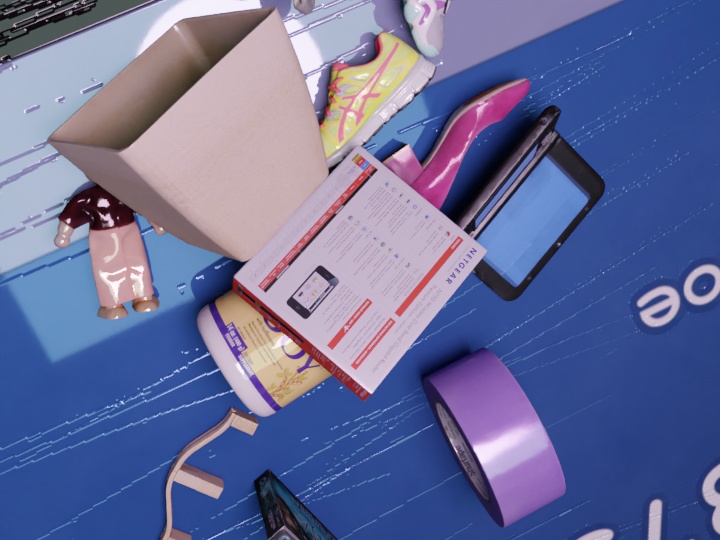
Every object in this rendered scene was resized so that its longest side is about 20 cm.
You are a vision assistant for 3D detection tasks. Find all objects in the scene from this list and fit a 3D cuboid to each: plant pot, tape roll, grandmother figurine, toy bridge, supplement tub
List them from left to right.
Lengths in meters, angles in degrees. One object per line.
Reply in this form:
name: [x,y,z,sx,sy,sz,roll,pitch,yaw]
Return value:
grandmother figurine: [-0.275,-0.050,0.901,0.121,0.060,0.201,-16,107,-39]
toy bridge: [-0.202,0.258,1.014,0.067,0.027,0.200,28,96,-17]
plant pot: [-0.151,-0.124,0.825,0.200,0.200,0.177,-49,125,-20]
supplement tub: [-0.067,0.056,0.932,0.200,0.145,0.146,-33,110,-4]
tape roll: [0.159,0.201,1.001,0.085,0.200,0.200,-25,109,-7]

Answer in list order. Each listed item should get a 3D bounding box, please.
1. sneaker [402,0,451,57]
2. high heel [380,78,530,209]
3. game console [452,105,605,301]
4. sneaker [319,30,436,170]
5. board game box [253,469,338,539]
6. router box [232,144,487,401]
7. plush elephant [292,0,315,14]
sneaker: [0.110,-0.340,0.887,0.139,0.078,0.201,-7,108,11]
high heel: [0.128,-0.140,0.967,0.200,0.067,0.096,-34,100,2]
game console: [0.204,-0.072,0.988,0.116,0.176,0.200,39,92,8]
sneaker: [-0.013,-0.186,0.927,0.200,0.078,0.090,-45,100,-4]
board game box: [-0.051,0.349,1.020,0.028,0.135,0.200,-40,111,-1]
router box: [0.000,0.000,0.848,0.179,0.049,0.200,40,71,5]
plush elephant: [-0.075,-0.349,0.816,0.199,0.155,0.165,15,101,-17]
